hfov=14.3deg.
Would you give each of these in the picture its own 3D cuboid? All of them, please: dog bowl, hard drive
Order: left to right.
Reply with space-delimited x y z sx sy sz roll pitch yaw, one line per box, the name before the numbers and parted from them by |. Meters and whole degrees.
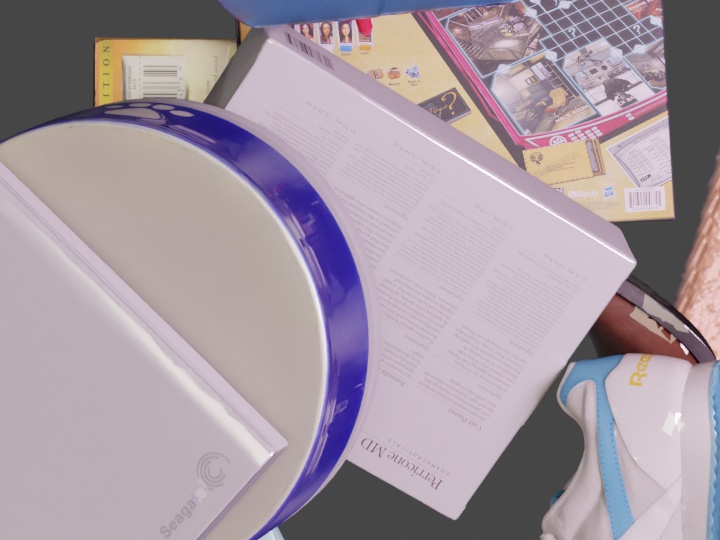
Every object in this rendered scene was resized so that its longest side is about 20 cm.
hard drive | -0.144 0.049 1.180 0.200 0.026 0.132 44 107 7
dog bowl | -0.096 0.030 1.218 0.199 0.079 0.201 2 98 16

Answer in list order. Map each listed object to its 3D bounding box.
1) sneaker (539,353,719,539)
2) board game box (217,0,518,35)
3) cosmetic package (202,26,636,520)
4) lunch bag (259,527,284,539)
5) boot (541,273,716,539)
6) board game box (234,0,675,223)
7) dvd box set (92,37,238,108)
sneaker | 0.126 0.134 1.312 0.080 0.076 0.201 6 104 16
board game box | 0.032 -0.143 1.276 0.199 0.158 0.039 -4 128 20
cosmetic package | 0.000 0.000 1.291 0.199 0.052 0.151 31 104 -15
lunch bag | -0.094 0.186 1.317 0.170 0.122 0.201 -29 99 -2
boot | 0.102 0.110 1.370 0.188 0.068 0.200 43 95 -11
board game box | 0.043 -0.085 1.333 0.199 0.035 0.136 -3 91 -5
dvd box set | -0.028 -0.037 1.360 0.199 0.029 0.147 -1 91 -5
